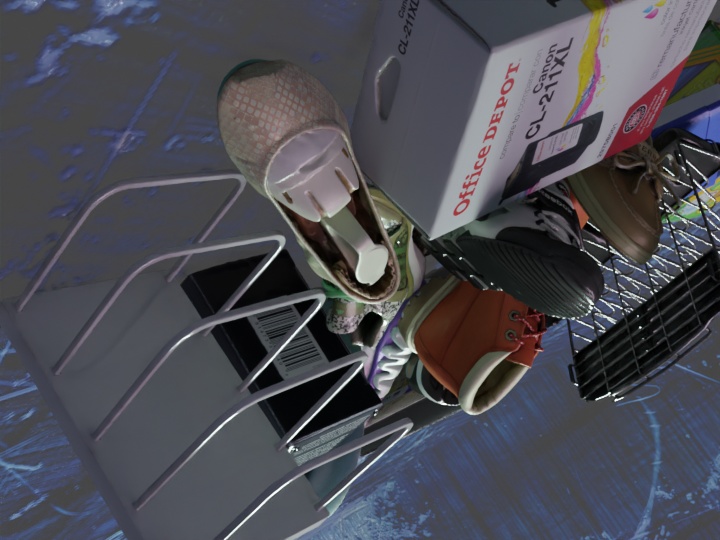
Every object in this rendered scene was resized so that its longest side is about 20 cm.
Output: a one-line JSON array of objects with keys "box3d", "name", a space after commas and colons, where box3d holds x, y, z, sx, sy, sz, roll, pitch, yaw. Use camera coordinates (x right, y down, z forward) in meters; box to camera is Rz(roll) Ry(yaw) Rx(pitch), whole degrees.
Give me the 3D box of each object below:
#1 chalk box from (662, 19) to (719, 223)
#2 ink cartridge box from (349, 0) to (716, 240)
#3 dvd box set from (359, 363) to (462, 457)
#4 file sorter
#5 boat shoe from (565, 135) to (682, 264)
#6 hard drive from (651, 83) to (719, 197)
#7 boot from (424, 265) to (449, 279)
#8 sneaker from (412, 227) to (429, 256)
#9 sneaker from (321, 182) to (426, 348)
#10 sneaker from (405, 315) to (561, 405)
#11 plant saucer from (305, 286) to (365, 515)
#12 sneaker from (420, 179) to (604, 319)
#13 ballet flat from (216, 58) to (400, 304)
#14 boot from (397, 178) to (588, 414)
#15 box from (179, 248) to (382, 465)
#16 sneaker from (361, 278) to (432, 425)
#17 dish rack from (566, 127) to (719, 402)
[{"box3d": [0.317, -0.127, 1.065, 0.200, 0.124, 0.124, -43, 162, 31], "name": "chalk box"}, {"box3d": [0.104, -0.122, 0.648, 0.200, 0.083, 0.146, -26, 150, -30], "name": "ink cartridge box"}, {"box3d": [0.074, 0.101, 1.106, 0.146, 0.029, 0.200, -30, -169, 25], "name": "dvd box set"}, {"box3d": [-0.085, 0.057, 0.637, 0.125, 0.200, 0.139, -45, 162, 32], "name": "file sorter"}, {"box3d": [0.180, -0.094, 0.774, 0.063, 0.201, 0.073, -34, 135, 29], "name": "boat shoe"}, {"box3d": [0.199, -0.067, 0.890, 0.199, 0.025, 0.132, -25, 152, -1], "name": "hard drive"}, {"box3d": [0.061, 0.045, 1.105, 0.131, 0.070, 0.200, -29, 177, -20], "name": "boot"}, {"box3d": [0.072, -0.073, 0.816, 0.090, 0.067, 0.200, -25, 160, -14], "name": "sneaker"}, {"box3d": [0.000, 0.000, 0.774, 0.200, 0.077, 0.089, 58, 45, -62], "name": "sneaker"}, {"box3d": [0.116, 0.041, 0.983, 0.200, 0.074, 0.079, -38, -169, -19], "name": "sneaker"}, {"box3d": [-0.053, 0.113, 0.935, 0.027, 0.201, 0.200, 6, 145, -28], "name": "plant saucer"}, {"box3d": [0.108, -0.029, 0.707, 0.089, 0.074, 0.200, -47, -159, -5], "name": "sneaker"}, {"box3d": [-0.017, -0.044, 0.622, 0.067, 0.062, 0.200, -40, 147, -4], "name": "ballet flat"}, {"box3d": [0.120, 0.016, 0.820, 0.075, 0.107, 0.200, 17, 120, -40], "name": "boot"}, {"box3d": [-0.105, 0.104, 0.846, 0.104, 0.148, 0.200, -16, 159, -48], "name": "box"}, {"box3d": [-0.002, 0.068, 0.966, 0.201, 0.088, 0.081, -63, 176, 35], "name": "sneaker"}, {"box3d": [0.207, 0.000, 0.789, 0.054, 0.200, 0.153, 27, 129, -23], "name": "dish rack"}]
